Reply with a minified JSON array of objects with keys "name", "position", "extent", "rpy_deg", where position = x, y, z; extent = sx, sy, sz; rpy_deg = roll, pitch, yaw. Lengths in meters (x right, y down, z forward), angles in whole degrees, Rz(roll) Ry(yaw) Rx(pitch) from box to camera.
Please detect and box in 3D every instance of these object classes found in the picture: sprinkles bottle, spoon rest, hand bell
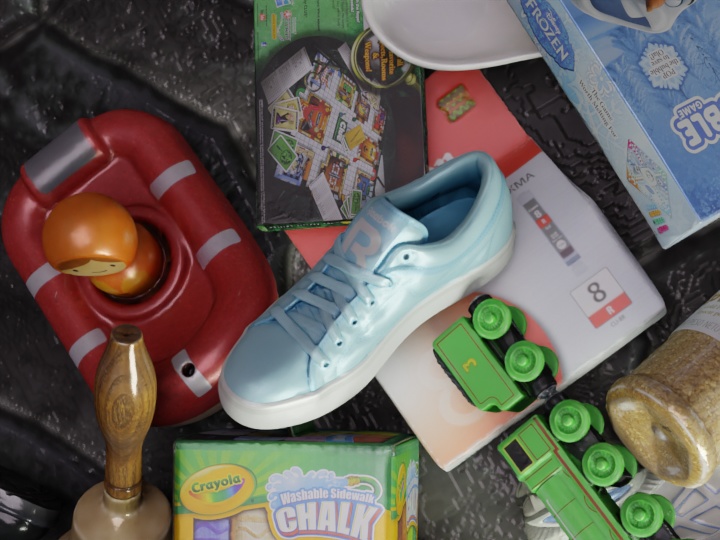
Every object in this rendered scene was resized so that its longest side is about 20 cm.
[{"name":"sprinkles bottle","position":[0.220,0.030,0.709],"extent":[0.200,0.068,0.068],"rpy_deg":[-38,80,-22]},{"name":"spoon rest","position":[0.097,-0.144,0.767],"extent":[0.199,0.061,0.100],"rpy_deg":[21,76,-1]},{"name":"hand bell","position":[-0.128,0.111,0.726],"extent":[0.104,0.104,0.201],"rpy_deg":[17,130,10]}]

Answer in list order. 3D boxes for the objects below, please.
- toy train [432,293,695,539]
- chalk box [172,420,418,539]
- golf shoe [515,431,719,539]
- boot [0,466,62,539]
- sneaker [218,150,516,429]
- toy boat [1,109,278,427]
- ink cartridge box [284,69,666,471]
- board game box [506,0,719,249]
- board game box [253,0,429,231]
[{"name":"toy train","position":[0.109,0.099,0.710],"extent":[0.056,0.042,0.200],"rpy_deg":[-41,66,13]},{"name":"chalk box","position":[-0.032,0.148,0.751],"extent":[0.123,0.125,0.201],"rpy_deg":[1,87,9]},{"name":"golf shoe","position":[0.192,0.126,0.755],"extent":[0.199,0.078,0.098],"rpy_deg":[-22,100,12]},{"name":"boot","position":[-0.280,0.207,0.808],"extent":[0.164,0.066,0.201],"rpy_deg":[17,83,27]},{"name":"sneaker","position":[0.000,0.000,0.712],"extent":[0.200,0.082,0.074],"rpy_deg":[-39,53,-23]},{"name":"toy boat","position":[-0.137,-0.007,0.765],"extent":[0.130,0.131,0.200],"rpy_deg":[-38,72,5]},{"name":"ink cartridge box","position":[0.058,-0.010,0.787],"extent":[0.162,0.050,0.200],"rpy_deg":[-36,84,4]},{"name":"board game box","position":[0.192,-0.141,0.731],"extent":[0.200,0.043,0.200],"rpy_deg":[-28,82,-26]},{"name":"board game box","position":[-0.013,-0.125,0.805],"extent":[0.104,0.023,0.201],"rpy_deg":[-4,77,10]}]
